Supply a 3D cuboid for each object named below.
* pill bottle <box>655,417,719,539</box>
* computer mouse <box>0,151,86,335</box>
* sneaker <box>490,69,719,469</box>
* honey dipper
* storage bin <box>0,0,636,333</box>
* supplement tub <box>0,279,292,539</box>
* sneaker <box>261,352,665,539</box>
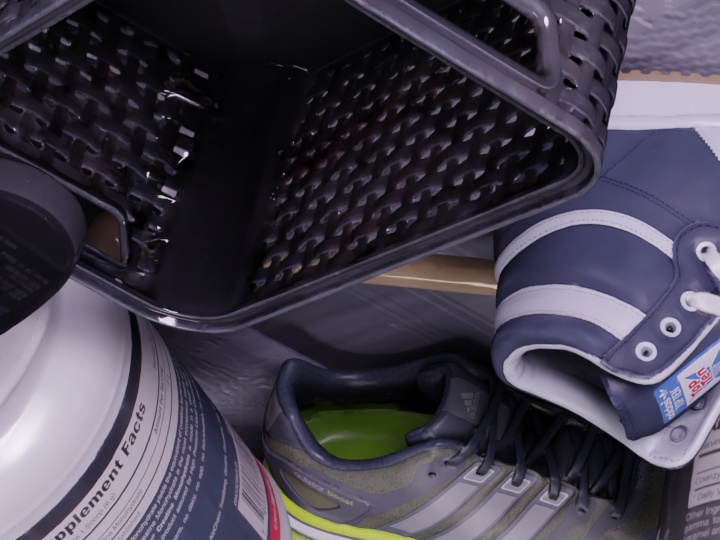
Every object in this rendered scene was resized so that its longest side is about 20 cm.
[{"bbox_3d":[0.150,0.096,0.882,0.116,0.201,0.116,9,151,5],"label":"pill bottle"},{"bbox_3d":[-0.182,0.002,0.756,0.200,0.046,0.140,-34,140,22],"label":"computer mouse"},{"bbox_3d":[0.131,-0.001,0.810,0.199,0.109,0.070,0,150,21],"label":"sneaker"},{"bbox_3d":[0.000,0.000,0.937,0.199,0.038,0.038,4,150,17],"label":"honey dipper"},{"bbox_3d":[-0.032,-0.069,0.757,0.135,0.094,0.200,29,149,-28],"label":"storage bin"},{"bbox_3d":[-0.121,0.068,0.959,0.140,0.141,0.200,-4,143,27],"label":"supplement tub"},{"bbox_3d":[0.053,0.073,1.014,0.199,0.074,0.081,2,145,11],"label":"sneaker"}]
